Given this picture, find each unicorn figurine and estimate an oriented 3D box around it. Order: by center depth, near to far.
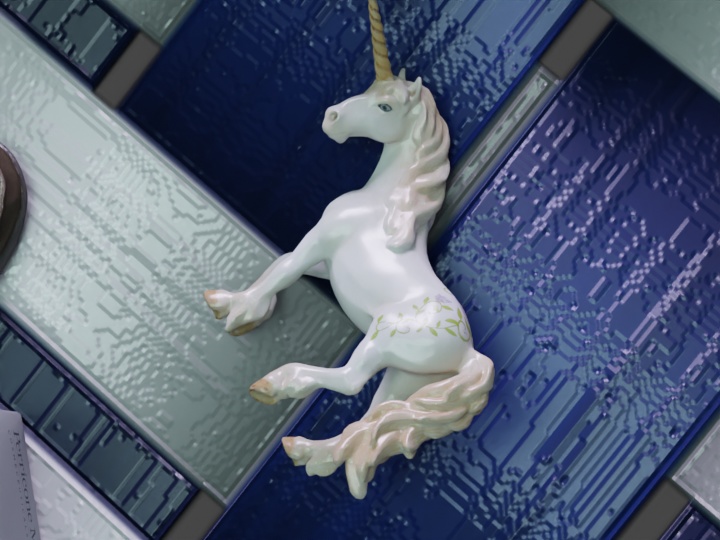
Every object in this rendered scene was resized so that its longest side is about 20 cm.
[{"bbox_3d":[0.000,0.000,1.261,0.137,0.074,0.201,-30,69,2],"label":"unicorn figurine"}]

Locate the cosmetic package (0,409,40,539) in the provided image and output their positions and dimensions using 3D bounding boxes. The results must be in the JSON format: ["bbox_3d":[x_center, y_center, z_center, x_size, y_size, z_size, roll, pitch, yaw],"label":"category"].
[{"bbox_3d":[-0.223,0.165,1.244,0.122,0.200,0.201,-12,81,12],"label":"cosmetic package"}]

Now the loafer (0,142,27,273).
[{"bbox_3d":[-0.238,0.009,1.315,0.073,0.071,0.200,42,79,15],"label":"loafer"}]
